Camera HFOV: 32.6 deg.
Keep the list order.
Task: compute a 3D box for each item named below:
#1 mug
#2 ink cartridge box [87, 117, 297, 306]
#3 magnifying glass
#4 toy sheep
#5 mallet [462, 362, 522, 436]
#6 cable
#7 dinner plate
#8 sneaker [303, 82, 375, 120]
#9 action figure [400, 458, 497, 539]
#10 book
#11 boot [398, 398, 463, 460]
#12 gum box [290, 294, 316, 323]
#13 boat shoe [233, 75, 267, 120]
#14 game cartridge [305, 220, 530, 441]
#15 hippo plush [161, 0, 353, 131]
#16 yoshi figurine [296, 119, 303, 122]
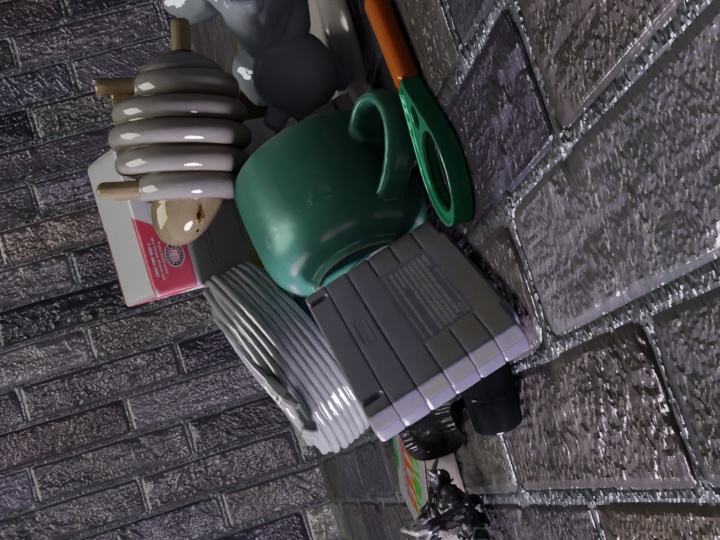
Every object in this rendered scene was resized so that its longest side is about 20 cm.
[{"bbox_3d":[-0.020,-0.052,1.041,0.185,0.152,0.115,85,161,-63],"label":"mug"},{"bbox_3d":[-0.145,-0.060,1.206,0.083,0.200,0.145,-20,86,57],"label":"ink cartridge box"},{"bbox_3d":[0.043,-0.126,0.949,0.080,0.022,0.200,97,156,-69],"label":"magnifying glass"},{"bbox_3d":[-0.161,-0.122,1.081,0.138,0.138,0.200,-164,72,-80],"label":"toy sheep"},{"bbox_3d":[0.090,0.082,1.007,0.200,0.041,0.066,-132,25,-82],"label":"mallet"},{"bbox_3d":[-0.068,0.078,1.126,0.200,0.069,0.200,50,172,19],"label":"cable"},{"bbox_3d":[-0.031,-0.225,1.236,0.200,0.024,0.201,165,90,-82],"label":"dinner plate"},{"bbox_3d":[-0.017,-0.097,1.181,0.200,0.082,0.075,84,167,-50],"label":"sneaker"},{"bbox_3d":[0.084,0.264,1.140,0.119,0.102,0.200,63,177,-35],"label":"action figure"},{"bbox_3d":[0.071,0.212,1.342,0.200,0.048,0.134,-136,35,-77],"label":"book"},{"bbox_3d":[0.039,0.078,1.153,0.200,0.077,0.139,79,176,-56],"label":"boot"},{"bbox_3d":[-0.013,0.071,1.313,0.170,0.045,0.200,55,-176,-9],"label":"gum box"},{"bbox_3d":[-0.119,-0.200,1.378,0.071,0.064,0.200,49,-134,-21],"label":"boat shoe"},{"bbox_3d":[0.039,0.038,0.926,0.038,0.129,0.200,62,178,-28],"label":"game cartridge"},{"bbox_3d":[-0.065,-0.229,1.125,0.200,0.159,0.161,25,151,57],"label":"hippo plush"},{"bbox_3d":[-0.059,-0.106,1.343,0.112,0.112,0.200,53,165,29],"label":"yoshi figurine"}]
